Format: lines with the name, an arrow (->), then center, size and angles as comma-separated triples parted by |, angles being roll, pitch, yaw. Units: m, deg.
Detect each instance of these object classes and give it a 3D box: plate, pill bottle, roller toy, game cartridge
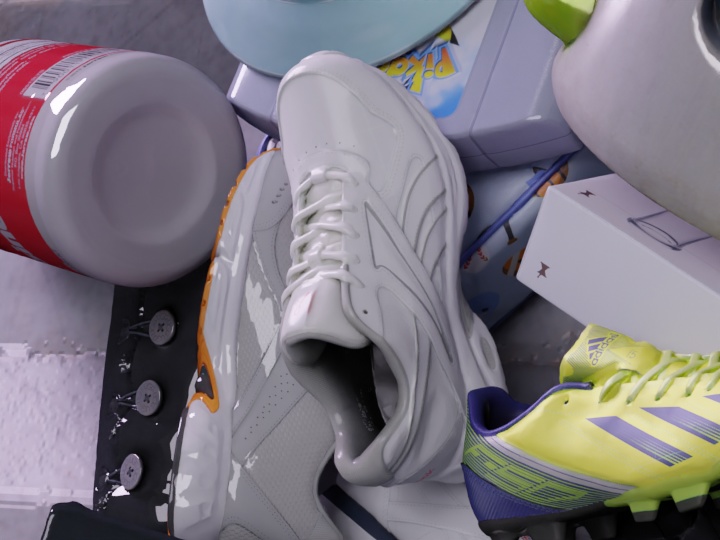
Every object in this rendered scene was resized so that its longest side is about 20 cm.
plate -> 0.000, -0.183, 1.080 | 0.199, 0.026, 0.201 | -18, 54, 27
pill bottle -> -0.151, -0.059, 1.137 | 0.200, 0.112, 0.113 | 14, 77, 56
roller toy -> 0.185, -0.093, 0.921 | 0.140, 0.199, 0.183 | -63, 38, 21
game cartridge -> 0.030, -0.111, 1.055 | 0.199, 0.040, 0.134 | 6, 71, 38

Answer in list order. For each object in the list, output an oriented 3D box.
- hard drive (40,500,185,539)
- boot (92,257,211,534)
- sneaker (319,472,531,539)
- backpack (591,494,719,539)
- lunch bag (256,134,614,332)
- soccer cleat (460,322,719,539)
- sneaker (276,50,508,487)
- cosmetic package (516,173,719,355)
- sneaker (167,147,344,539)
hard drive -> -0.039, 0.146, 0.931 | 0.199, 0.140, 0.033 | 19, 77, -4
boot -> -0.068, 0.091, 1.090 | 0.164, 0.066, 0.201 | -2, 68, 35
sneaker -> 0.066, 0.132, 1.009 | 0.200, 0.076, 0.081 | 35, 80, 31
backpack -> 0.180, 0.154, 0.910 | 0.163, 0.154, 0.200 | -47, 71, 13
lunch bag -> 0.046, -0.063, 1.089 | 0.200, 0.076, 0.161 | -41, 55, 6
soccer cleat -> 0.112, 0.055, 0.870 | 0.200, 0.064, 0.084 | -23, 76, 45
sneaker -> 0.000, 0.000, 0.974 | 0.078, 0.099, 0.201 | -24, 82, 37
cosmetic package -> 0.188, 0.022, 0.937 | 0.200, 0.150, 0.052 | 35, 122, 32
sneaker -> -0.032, 0.043, 1.035 | 0.091, 0.076, 0.202 | 9, 73, -3
